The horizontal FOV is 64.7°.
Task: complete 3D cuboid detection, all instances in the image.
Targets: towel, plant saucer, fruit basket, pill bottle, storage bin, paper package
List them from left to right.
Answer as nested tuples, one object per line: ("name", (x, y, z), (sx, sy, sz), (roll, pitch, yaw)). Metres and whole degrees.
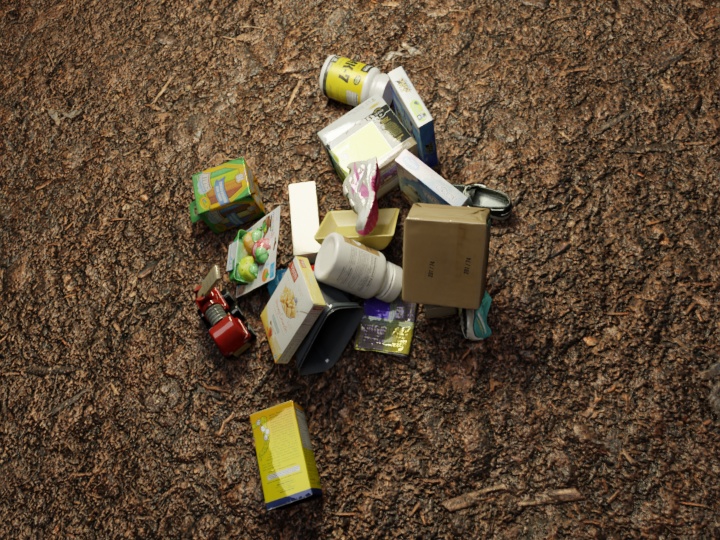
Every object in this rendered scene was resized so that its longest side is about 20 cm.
("fruit basket", (-0.262, -0.045, 1.422), (0.091, 0.198, 0.192), (14, 66, -30))
("storage bin", (-0.095, 0.119, 1.341), (0.135, 0.143, 0.203), (48, 121, 32))
("pill bottle", (-0.007, -0.520, 1.593), (0.195, 0.115, 0.117), (22, 74, 17))
("plant saucer", (-0.003, -0.098, 1.421), (0.192, 0.050, 0.201), (-2, 24, 10))
("pill bottle", (0.000, 0.000, 1.325), (0.195, 0.113, 0.118), (22, 68, -26))
("towel", (0.067, 0.107, 1.391), (0.139, 0.023, 0.207), (9, 71, 14))
("paper package", (0.187, -0.031, 1.248), (0.184, 0.104, 0.207), (6, 114, 14))

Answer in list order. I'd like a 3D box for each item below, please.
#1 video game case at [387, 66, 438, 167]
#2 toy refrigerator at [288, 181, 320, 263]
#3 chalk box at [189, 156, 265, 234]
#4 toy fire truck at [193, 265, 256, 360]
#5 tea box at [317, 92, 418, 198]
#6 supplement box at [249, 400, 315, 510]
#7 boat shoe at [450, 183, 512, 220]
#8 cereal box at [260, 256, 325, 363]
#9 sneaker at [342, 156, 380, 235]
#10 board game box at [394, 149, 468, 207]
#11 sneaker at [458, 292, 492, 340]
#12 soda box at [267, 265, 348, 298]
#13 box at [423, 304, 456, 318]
("video game case", (0.137, -0.388, 1.468), (0.044, 0.201, 0.185), (-25, 66, 1))
("toy refrigerator", (-0.143, -0.124, 1.493), (0.073, 0.070, 0.207), (-7, 69, -1))
("chalk box", (-0.374, -0.193, 1.529), (0.194, 0.125, 0.128), (-20, 66, 2))
("toy fire truck", (-0.339, 0.095, 1.372), (0.127, 0.201, 0.178), (-36, 67, -5))
("tea box", (0.024, -0.311, 1.496), (0.197, 0.134, 0.200), (-32, 66, -3))
("supplement box", (-0.166, 0.413, 1.270), (0.106, 0.109, 0.206), (-17, 67, 3))
("boat shoe", (0.290, -0.187, 1.441), (0.193, 0.061, 0.078), (13, 72, 15))
("cereal box", (-0.158, 0.091, 1.297), (0.202, 0.039, 0.146), (-56, 44, 31))
("sneaker", (-0.002, -0.174, 1.349), (0.085, 0.082, 0.206), (0, 62, 10))
("board game box", (0.175, -0.172, 1.381), (0.043, 0.200, 0.199), (-43, 68, -9))
("sneaker", (0.273, 0.065, 1.354), (0.077, 0.078, 0.208), (3, 74, -9))
("soda box", (-0.128, 0.034, 1.418), (0.193, 0.069, 0.065), (-8, 38, 7))
("box", (0.181, 0.005, 1.383), (0.079, 0.069, 0.207), (-9, 68, 7))
